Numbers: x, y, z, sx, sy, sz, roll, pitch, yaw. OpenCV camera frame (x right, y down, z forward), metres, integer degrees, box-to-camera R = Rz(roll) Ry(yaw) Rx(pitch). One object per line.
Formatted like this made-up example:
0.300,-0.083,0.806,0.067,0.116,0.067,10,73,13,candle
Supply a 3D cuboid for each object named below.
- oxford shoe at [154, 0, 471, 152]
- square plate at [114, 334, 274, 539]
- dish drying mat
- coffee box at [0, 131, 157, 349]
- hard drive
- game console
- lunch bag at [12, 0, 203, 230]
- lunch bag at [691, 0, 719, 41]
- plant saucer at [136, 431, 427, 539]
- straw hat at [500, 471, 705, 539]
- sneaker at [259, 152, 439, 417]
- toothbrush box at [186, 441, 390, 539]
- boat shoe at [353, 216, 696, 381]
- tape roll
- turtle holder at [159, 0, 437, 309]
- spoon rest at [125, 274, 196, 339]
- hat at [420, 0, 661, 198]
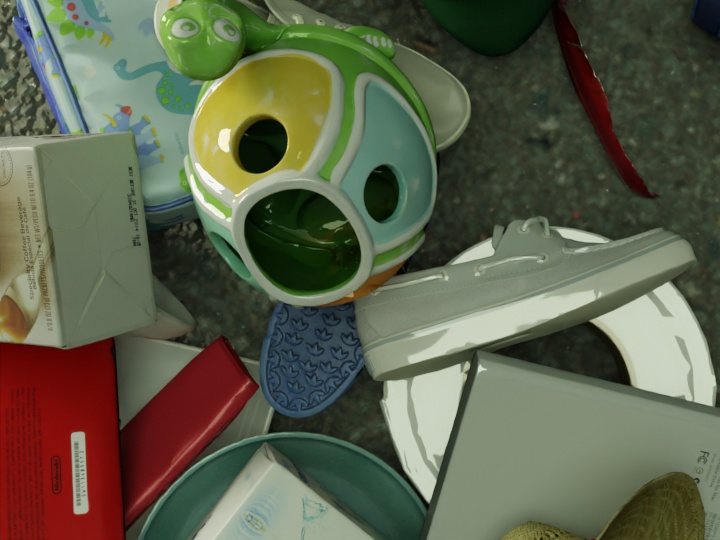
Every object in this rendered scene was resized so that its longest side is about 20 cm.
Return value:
-0.028,-0.122,0.858,0.199,0.058,0.075,23,74,-3,oxford shoe
-0.167,0.136,0.946,0.197,0.028,0.201,14,87,7,square plate
-0.143,0.127,0.900,0.200,0.077,0.018,-47,124,1,dish drying mat
-0.223,-0.020,0.862,0.199,0.080,0.115,1,101,37,coffee box
0.145,0.131,0.835,0.199,0.026,0.133,14,106,-5,hard drive
-0.225,0.147,0.894,0.171,0.119,0.201,-6,67,-4,game console
-0.124,-0.132,0.916,0.160,0.082,0.201,-22,84,-17,lunch bag
0.288,-0.218,0.873,0.132,0.136,0.201,31,89,6,lunch bag
-0.046,0.199,0.910,0.199,0.036,0.201,0,92,-8,plant saucer
0.103,0.189,0.789,0.085,0.201,0.202,21,88,35,straw hat
0.000,0.000,0.914,0.070,0.078,0.201,25,87,11,sneaker
-0.022,0.221,0.854,0.200,0.085,0.147,40,86,-6,toothbrush box
0.092,0.005,0.844,0.199,0.072,0.069,-20,78,8,boat shoe
0.115,0.075,0.903,0.201,0.071,0.204,0,87,5,tape roll
-0.029,-0.065,0.786,0.140,0.132,0.186,1,124,3,turtle holder
-0.183,-0.022,0.932,0.200,0.099,0.061,35,92,17,spoon rest
0.091,-0.163,0.949,0.165,0.176,0.201,-10,48,7,hat
